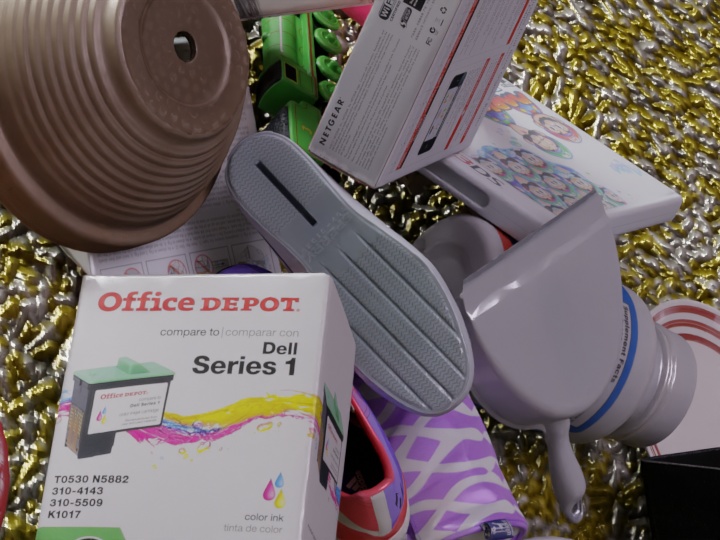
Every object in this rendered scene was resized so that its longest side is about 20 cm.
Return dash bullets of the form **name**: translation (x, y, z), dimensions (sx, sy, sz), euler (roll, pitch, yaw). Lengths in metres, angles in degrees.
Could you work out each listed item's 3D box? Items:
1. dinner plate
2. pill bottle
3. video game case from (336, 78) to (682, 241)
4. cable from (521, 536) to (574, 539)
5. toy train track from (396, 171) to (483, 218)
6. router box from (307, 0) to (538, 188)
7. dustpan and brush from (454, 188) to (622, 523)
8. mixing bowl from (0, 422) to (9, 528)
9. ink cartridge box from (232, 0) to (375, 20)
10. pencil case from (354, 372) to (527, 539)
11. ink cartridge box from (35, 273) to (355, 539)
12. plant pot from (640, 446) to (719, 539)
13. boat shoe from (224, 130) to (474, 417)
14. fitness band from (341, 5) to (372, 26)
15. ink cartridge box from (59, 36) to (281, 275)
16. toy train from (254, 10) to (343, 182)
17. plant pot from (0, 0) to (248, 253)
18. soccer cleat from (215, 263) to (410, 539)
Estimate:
- **dinner plate**: translation (0.255, 0.116, 1.747), dimensions (0.199, 0.024, 0.202), euler (24, 52, -34)
- **pill bottle**: translation (0.121, 0.047, 1.588), dimensions (0.199, 0.112, 0.113), euler (24, 50, -35)
- **video game case**: translation (0.099, -0.078, 1.624), dimensions (0.182, 0.024, 0.199), euler (36, 24, 23)
- **cable**: translation (0.118, 0.257, 1.484), dimensions (0.199, 0.069, 0.202), euler (12, 58, -40)
- **toy train track**: translation (0.083, -0.055, 1.674), dimensions (0.199, 0.033, 0.115), euler (4, 43, -51)
- **router box**: translation (0.058, -0.158, 1.456), dimensions (0.049, 0.201, 0.179), euler (29, 19, 13)
- **dustpan and brush**: translation (0.118, 0.068, 1.498), dimensions (0.139, 0.057, 0.201), euler (-33, 110, -36)
- **mixing bowl**: translation (-0.245, 0.096, 1.190), dimensions (0.199, 0.108, 0.202), euler (25, 49, -34)
- **ink cartridge box**: translation (-0.068, -0.230, 1.474), dimensions (0.085, 0.199, 0.147), euler (-33, 115, -50)
- **pencil case**: translation (0.026, 0.095, 1.457), dimensions (0.085, 0.084, 0.201), euler (-9, 57, -27)
- **ink cartridge box**: translation (-0.086, 0.105, 1.294), dimensions (0.084, 0.143, 0.201), euler (73, 20, -57)
- **plant pot**: translation (0.318, 0.212, 1.613), dimensions (0.199, 0.199, 0.179), euler (-1, 92, -45)
- **boat shoe**: translation (0.000, 0.000, 1.425), dimensions (0.201, 0.073, 0.067), euler (54, 3, 11)
- **fitness band**: translation (0.006, -0.191, 1.594), dimensions (0.038, 0.143, 0.200), euler (-54, 146, -7)
- **ink cartridge box**: translation (-0.123, -0.036, 1.460), dimensions (0.162, 0.057, 0.202), euler (-12, 95, -48)
- **toy train**: translation (-0.039, -0.115, 1.547), dimensions (0.056, 0.042, 0.201), euler (28, 31, -24)
- **plant pot**: translation (-0.129, -0.117, 1.369), dimensions (0.200, 0.092, 0.203), euler (13, 71, -44)
- **soccer cleat**: translation (-0.030, 0.067, 1.395), dimensions (0.068, 0.073, 0.201), euler (-23, 64, -13)
